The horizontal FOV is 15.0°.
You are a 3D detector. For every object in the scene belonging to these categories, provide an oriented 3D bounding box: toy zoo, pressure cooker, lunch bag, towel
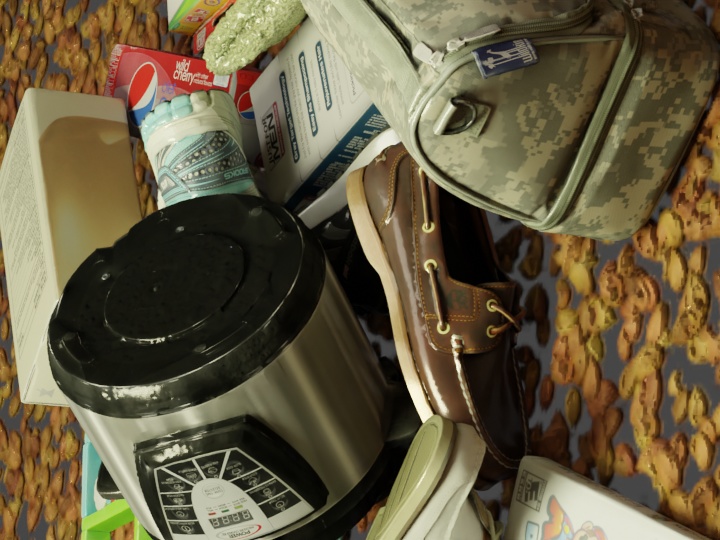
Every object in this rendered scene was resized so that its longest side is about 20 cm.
[{"bbox_3d":[-0.157,0.104,1.822,0.131,0.020,0.200,149,124,-64],"label":"toy zoo"},{"bbox_3d":[-0.068,0.077,1.591,0.176,0.179,0.200,28,152,46],"label":"pressure cooker"},{"bbox_3d":[0.068,-0.116,1.444,0.200,0.167,0.140,55,129,50],"label":"lunch bag"},{"bbox_3d":[-0.012,-0.203,1.654,0.200,0.036,0.148,-46,1,38],"label":"towel"}]

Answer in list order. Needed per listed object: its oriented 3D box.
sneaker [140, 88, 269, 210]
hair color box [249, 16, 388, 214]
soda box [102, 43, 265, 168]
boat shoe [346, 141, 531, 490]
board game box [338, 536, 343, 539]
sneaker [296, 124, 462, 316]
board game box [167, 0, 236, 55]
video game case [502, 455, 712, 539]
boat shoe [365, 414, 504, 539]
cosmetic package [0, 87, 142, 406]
[{"bbox_3d":[-0.090,-0.029,1.708,0.200,0.077,0.086,63,-170,-63],"label":"sneaker"},{"bbox_3d":[0.009,-0.121,1.654,0.200,0.060,0.100,-46,45,45],"label":"hair color box"},{"bbox_3d":[-0.104,-0.111,1.836,0.200,0.070,0.064,19,100,60],"label":"soda box"},{"bbox_3d":[0.054,0.019,1.511,0.070,0.070,0.200,-26,78,27],"label":"boat shoe"},{"bbox_3d":[-0.074,0.151,1.758,0.135,0.028,0.200,-65,33,26],"label":"board game box"},{"bbox_3d":[0.000,0.000,1.630,0.200,0.076,0.088,-50,48,42],"label":"sneaker"},{"bbox_3d":[-0.109,-0.260,1.932,0.096,0.030,0.200,-36,55,52],"label":"board game box"},{"bbox_3d":[0.116,0.215,1.418,0.182,0.024,0.200,24,103,59],"label":"video game case"},{"bbox_3d":[0.043,0.143,1.480,0.200,0.068,0.075,112,-179,-59],"label":"boat shoe"},{"bbox_3d":[-0.190,-0.016,1.811,0.105,0.071,0.200,115,152,-43],"label":"cosmetic package"}]
